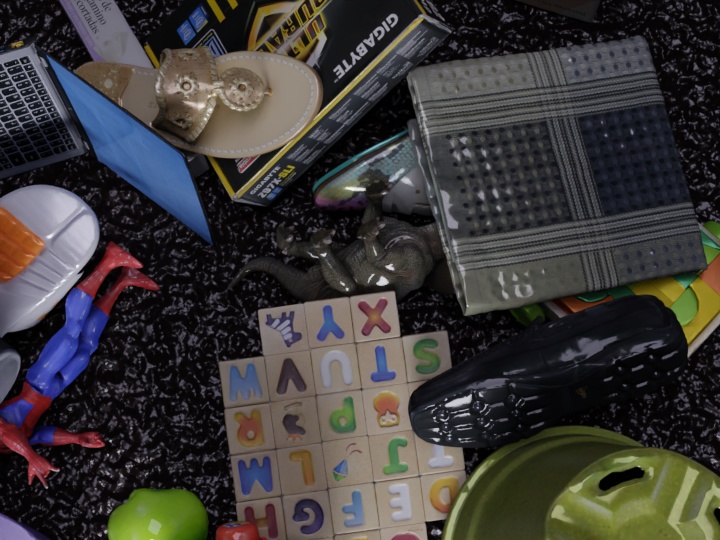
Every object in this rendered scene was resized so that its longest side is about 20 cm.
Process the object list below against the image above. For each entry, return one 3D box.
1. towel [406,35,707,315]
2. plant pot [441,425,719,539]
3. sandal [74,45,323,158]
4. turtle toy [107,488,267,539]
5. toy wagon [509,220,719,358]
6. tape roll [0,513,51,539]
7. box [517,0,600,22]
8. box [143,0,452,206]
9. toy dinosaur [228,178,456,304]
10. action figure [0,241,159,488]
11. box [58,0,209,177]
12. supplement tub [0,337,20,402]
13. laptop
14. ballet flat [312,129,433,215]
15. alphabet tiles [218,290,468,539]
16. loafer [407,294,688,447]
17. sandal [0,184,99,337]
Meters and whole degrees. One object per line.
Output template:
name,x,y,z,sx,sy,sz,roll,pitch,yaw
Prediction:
towel,0.139,-0.072,0.988,0.199,0.035,0.194,-9,76,-14
plant pot,0.162,0.188,0.870,0.199,0.184,0.201,1,76,-6
sandal,-0.136,-0.123,0.971,0.211,0.070,0.078,5,92,26
turtle toy,-0.087,0.219,0.907,0.199,0.146,0.101,27,55,9
toy wagon,0.179,-0.013,1.016,0.200,0.040,0.155,43,78,12
tape roll,-0.278,0.261,0.914,0.199,0.085,0.201,0,72,1
box,0.158,-0.275,1.012,0.095,0.200,0.078,18,74,6
box,-0.052,-0.172,1.004,0.200,0.049,0.160,-41,64,22
toy dinosaur,0.000,0.000,0.990,0.199,0.102,0.077,-24,34,10
action figure,-0.204,0.087,0.973,0.099,0.065,0.200,33,76,24
box,-0.183,-0.156,1.062,0.039,0.041,0.201,-29,74,-7
supplement tub,-0.332,0.028,0.932,0.200,0.107,0.107,36,77,11
laptop,-0.222,-0.068,0.958,0.199,0.187,0.116,-18,73,-5
ballet flat,0.060,-0.087,1.029,0.200,0.069,0.071,-34,83,-13
alphabet tiles,-0.011,0.120,0.966,0.165,0.006,0.201,-7,90,-2
loafer,0.128,0.069,0.950,0.200,0.068,0.071,-18,39,1
sandal,-0.268,0.015,1.000,0.207,0.059,0.079,-42,83,14
